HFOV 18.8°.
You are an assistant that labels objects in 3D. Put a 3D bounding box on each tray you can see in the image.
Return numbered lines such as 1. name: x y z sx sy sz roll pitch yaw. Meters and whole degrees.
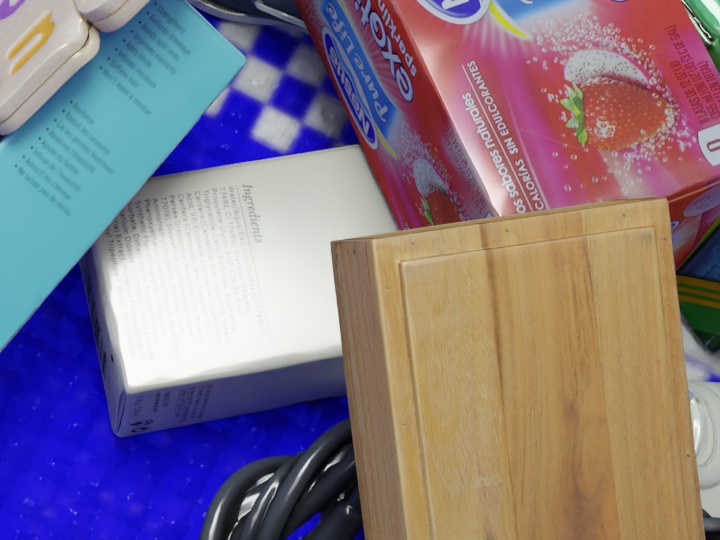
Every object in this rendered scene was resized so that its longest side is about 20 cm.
1. tray: 0.054 0.084 0.644 0.098 0.037 0.201 -8 94 -22

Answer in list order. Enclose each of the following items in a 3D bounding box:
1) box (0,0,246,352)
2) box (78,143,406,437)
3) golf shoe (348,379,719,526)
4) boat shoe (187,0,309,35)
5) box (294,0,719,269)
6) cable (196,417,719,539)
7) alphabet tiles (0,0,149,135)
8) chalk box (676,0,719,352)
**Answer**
1. box: -0.131 -0.019 0.744 0.049 0.082 0.200 42 85 -28
2. box: 0.000 0.000 0.799 0.199 0.068 0.083 -8 72 -12
3. golf shoe: 0.096 0.065 0.778 0.199 0.097 0.079 1 65 -11
4. boat shoe: -0.013 -0.123 0.840 0.199 0.062 0.073 32 70 2
5. box: 0.042 -0.088 0.748 0.095 0.100 0.201 -20 73 -15
6. cable: 0.033 0.117 0.741 0.199 0.051 0.164 -23 107 -1
7. alphabet tiles: -0.107 -0.123 0.763 0.196 0.200 0.015 -43 121 11
8. chalk box: 0.166 -0.076 0.781 0.124 0.200 0.124 -31 79 -18
